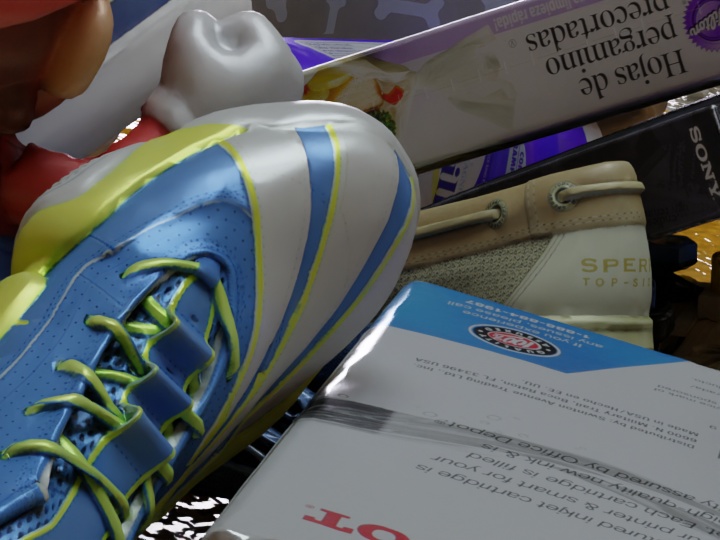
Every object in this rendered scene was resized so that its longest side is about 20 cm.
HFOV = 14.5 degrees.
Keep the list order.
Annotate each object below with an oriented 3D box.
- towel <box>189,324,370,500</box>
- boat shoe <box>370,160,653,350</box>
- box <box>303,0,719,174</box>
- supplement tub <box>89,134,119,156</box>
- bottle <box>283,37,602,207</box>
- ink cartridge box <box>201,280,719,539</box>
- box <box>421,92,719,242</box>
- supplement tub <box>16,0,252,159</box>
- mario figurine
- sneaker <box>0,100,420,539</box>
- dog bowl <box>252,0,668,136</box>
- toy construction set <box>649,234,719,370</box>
[{"bbox_3d":[-0.097,0.018,0.738,0.199,0.049,0.112,15,-14,5],"label":"towel"},{"bbox_3d":[-0.001,0.000,0.810,0.073,0.063,0.200,1,1,-44],"label":"boat shoe"},{"bbox_3d":[0.030,-0.053,0.842,0.200,0.039,0.041,-16,-1,22],"label":"box"},{"bbox_3d":[-0.128,-0.140,0.995,0.145,0.201,0.145,13,16,-4],"label":"supplement tub"},{"bbox_3d":[0.016,-0.037,0.982,0.065,0.084,0.200,24,16,32],"label":"bottle"},{"bbox_3d":[0.049,0.082,0.625,0.145,0.084,0.200,18,17,8],"label":"ink cartridge box"},{"bbox_3d":[0.121,-0.041,0.862,0.200,0.036,0.143,-23,2,-43],"label":"box"},{"bbox_3d":[-0.142,-0.114,0.852,0.200,0.144,0.144,53,18,-5],"label":"supplement tub"},{"bbox_3d":[-0.091,-0.023,0.652,0.123,0.201,0.106,5,20,-29],"label":"mario figurine"},{"bbox_3d":[-0.057,0.043,0.573,0.200,0.076,0.105,-35,33,-10],"label":"sneaker"},{"bbox_3d":[0.033,-0.093,1.099,0.199,0.059,0.200,5,-8,1],"label":"dog bowl"},{"bbox_3d":[0.139,0.020,0.875,0.131,0.092,0.200,5,0,17],"label":"toy construction set"}]
